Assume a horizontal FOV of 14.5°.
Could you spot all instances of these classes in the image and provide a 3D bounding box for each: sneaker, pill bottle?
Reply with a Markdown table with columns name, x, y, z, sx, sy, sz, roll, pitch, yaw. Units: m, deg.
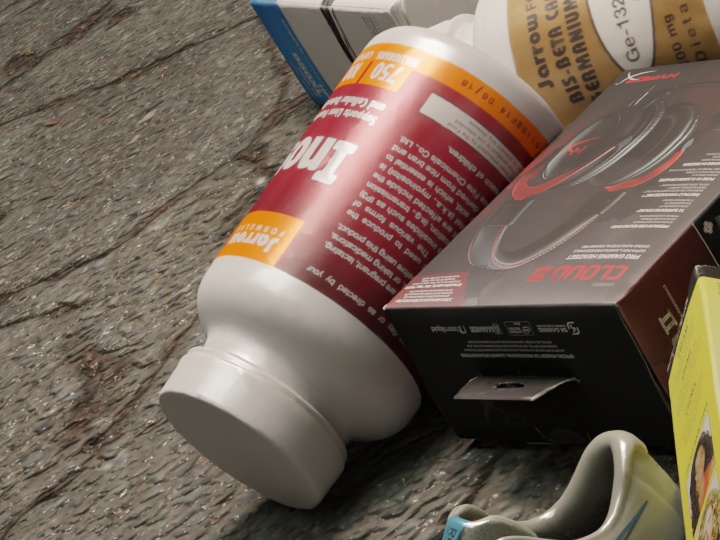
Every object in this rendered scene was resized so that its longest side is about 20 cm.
| name | x | y | z | sx | sy | sz | roll | pitch | yaw |
| --- | --- | --- | --- | --- | --- | --- | --- | --- | --- |
| sneaker | 0.037 | 0.130 | 0.975 | 0.200 | 0.087 | 0.075 | -41 | 24 | -19 |
| pill bottle | 0.116 | -0.101 | 1.349 | 0.199 | 0.115 | 0.115 | -19 | 23 | 30 |
| pill bottle | 0.000 | 0.000 | 1.258 | 0.113 | 0.113 | 0.200 | 2 | 53 | 56 |

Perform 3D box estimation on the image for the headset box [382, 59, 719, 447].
| name | x | y | z | sx | sy | sz | roll | pitch | yaw |
| --- | --- | --- | --- | --- | --- | --- | --- | --- | --- |
| headset box | 0.118 | -0.004 | 1.180 | 0.200 | 0.075 | 0.148 | -44 | 24 | -29 |

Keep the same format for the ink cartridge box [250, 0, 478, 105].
| name | x | y | z | sx | sy | sz | roll | pitch | yaw |
| --- | --- | --- | --- | --- | --- | --- | --- | --- | --- |
| ink cartridge box | 0.046 | -0.161 | 1.630 | 0.144 | 0.084 | 0.200 | -38 | 20 | -16 |

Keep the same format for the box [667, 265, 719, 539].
| name | x | y | z | sx | sy | sz | roll | pitch | yaw |
| --- | --- | --- | --- | --- | --- | --- | --- | --- | --- |
| box | 0.149 | 0.066 | 0.970 | 0.075 | 0.050 | 0.200 | 11 | 24 | -3 |
